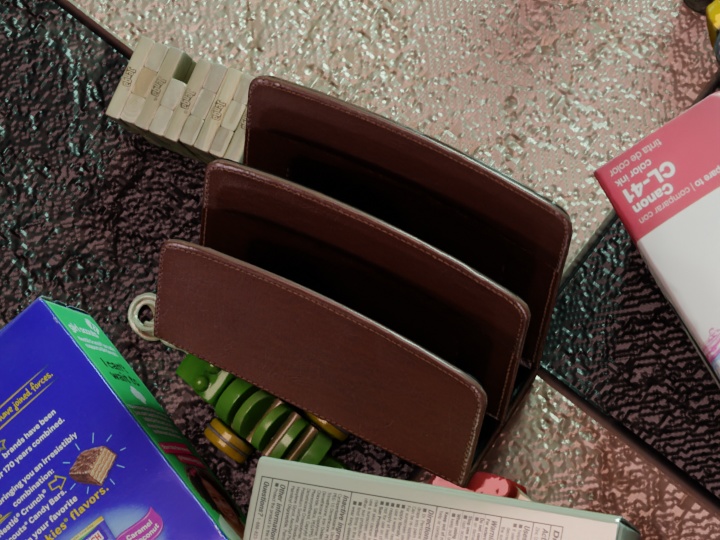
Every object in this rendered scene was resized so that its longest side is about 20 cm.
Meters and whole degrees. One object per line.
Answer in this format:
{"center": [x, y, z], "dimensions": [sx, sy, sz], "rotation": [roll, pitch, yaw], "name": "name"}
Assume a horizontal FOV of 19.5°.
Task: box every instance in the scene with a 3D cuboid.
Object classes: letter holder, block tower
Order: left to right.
{"center": [-0.046, -0.076, 1.234], "dimensions": [0.199, 0.054, 0.058], "rotation": [23, 86, 18], "name": "block tower"}
{"center": [0.000, 0.000, 1.138], "dimensions": [0.199, 0.143, 0.101], "rotation": [25, 47, 15], "name": "letter holder"}

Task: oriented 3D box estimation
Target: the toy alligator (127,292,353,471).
{"center": [-0.070, 0.073, 1.208], "dimensions": [0.200, 0.054, 0.059], "rotation": [38, 89, 19], "name": "toy alligator"}

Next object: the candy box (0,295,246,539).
{"center": [-0.175, 0.145, 1.210], "dimensions": [0.169, 0.077, 0.200], "rotation": [-42, 72, 4], "name": "candy box"}

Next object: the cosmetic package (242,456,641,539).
{"center": [0.039, 0.165, 1.098], "dimensions": [0.199, 0.071, 0.106], "rotation": [9, 81, 18], "name": "cosmetic package"}

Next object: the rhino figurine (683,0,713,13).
{"center": [0.268, -0.200, 1.158], "dimensions": [0.199, 0.087, 0.060], "rotation": [-15, 75, 12], "name": "rhino figurine"}

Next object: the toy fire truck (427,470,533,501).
{"center": [0.106, 0.204, 1.135], "dimensions": [0.199, 0.049, 0.142], "rotation": [25, 86, 19], "name": "toy fire truck"}

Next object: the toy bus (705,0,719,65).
{"center": [0.266, -0.071, 1.143], "dimensions": [0.078, 0.065, 0.201], "rotation": [-31, 72, 6], "name": "toy bus"}

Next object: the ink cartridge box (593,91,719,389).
{"center": [0.213, 0.024, 1.094], "dimensions": [0.085, 0.148, 0.201], "rotation": [-30, 72, 7], "name": "ink cartridge box"}
